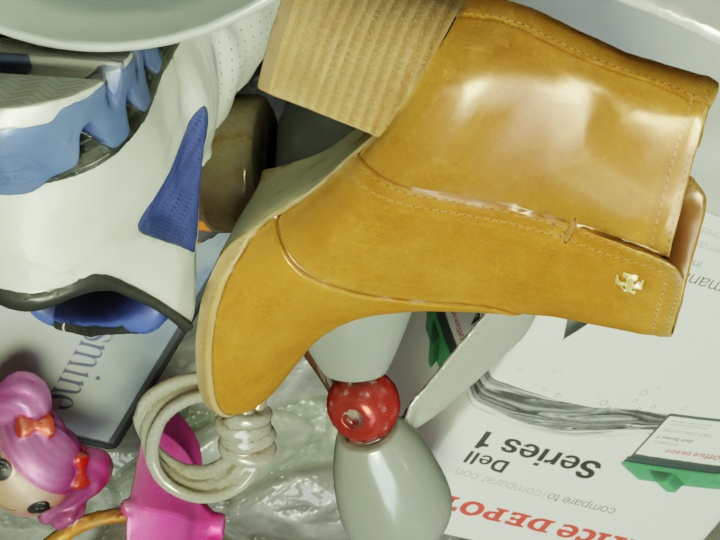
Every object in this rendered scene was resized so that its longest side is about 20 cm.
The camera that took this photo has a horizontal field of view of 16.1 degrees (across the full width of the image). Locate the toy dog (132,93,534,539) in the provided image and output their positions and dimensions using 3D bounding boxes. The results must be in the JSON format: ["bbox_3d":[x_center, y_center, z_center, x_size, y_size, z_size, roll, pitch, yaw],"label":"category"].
[{"bbox_3d":[0.000,0.000,0.936,0.132,0.096,0.200,17,126,5],"label":"toy dog"}]

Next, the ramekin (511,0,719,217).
[{"bbox_3d":[0.111,-0.094,0.824,0.200,0.200,0.098,33,78,-36],"label":"ramekin"}]

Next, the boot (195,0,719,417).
[{"bbox_3d":[0.030,-0.001,0.810,0.144,0.071,0.201,21,136,5],"label":"boot"}]

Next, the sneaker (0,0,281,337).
[{"bbox_3d":[-0.080,-0.045,0.830,0.081,0.199,0.115,11,121,18],"label":"sneaker"}]

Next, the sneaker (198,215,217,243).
[{"bbox_3d":[-0.125,-0.034,0.887,0.200,0.112,0.078,12,104,-24],"label":"sneaker"}]

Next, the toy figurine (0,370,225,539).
[{"bbox_3d":[-0.152,0.104,1.026,0.184,0.150,0.200,-33,113,13],"label":"toy figurine"}]

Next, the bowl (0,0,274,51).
[{"bbox_3d":[-0.064,-0.167,0.766,0.201,0.090,0.201,2,98,14],"label":"bowl"}]

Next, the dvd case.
[{"bbox_3d":[-0.160,0.002,0.993,0.200,0.018,0.143,14,129,-24],"label":"dvd case"}]

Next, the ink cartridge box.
[{"bbox_3d":[0.108,0.026,1.027,0.146,0.084,0.200,15,129,-24],"label":"ink cartridge box"}]
